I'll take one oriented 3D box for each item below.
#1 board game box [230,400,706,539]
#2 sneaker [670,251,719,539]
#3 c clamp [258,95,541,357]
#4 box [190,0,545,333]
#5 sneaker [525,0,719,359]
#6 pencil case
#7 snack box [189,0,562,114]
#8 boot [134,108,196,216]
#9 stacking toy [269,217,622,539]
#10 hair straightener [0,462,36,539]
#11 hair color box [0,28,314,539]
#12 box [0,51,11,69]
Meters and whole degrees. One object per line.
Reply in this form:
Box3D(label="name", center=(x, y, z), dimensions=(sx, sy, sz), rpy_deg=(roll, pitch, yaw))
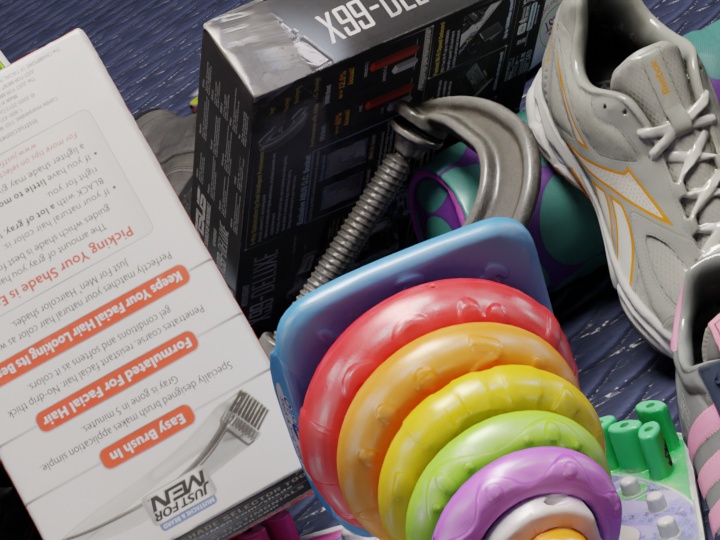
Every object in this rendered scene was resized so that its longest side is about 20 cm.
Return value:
Box3D(label="board game box", center=(0.030, 0.123, 1.031), dimensions=(0.200, 0.026, 0.200), rpy_deg=(-17, 21, 9))
Box3D(label="sneaker", center=(0.148, 0.058, 1.005), dimensions=(0.070, 0.082, 0.200), rpy_deg=(-20, 21, -2))
Box3D(label="c clamp", center=(0.000, 0.000, 1.225), dimensions=(0.200, 0.027, 0.171), rpy_deg=(-54, 33, 13))
Box3D(label="box", center=(0.000, -0.065, 1.296), dimensions=(0.158, 0.200, 0.050), rpy_deg=(-25, 62, -20))
Box3D(label="sneaker", center=(0.129, -0.043, 1.166), dimensions=(0.076, 0.092, 0.200), rpy_deg=(-23, 56, -16))
Box3D(label="pencil case", center=(0.117, -0.046, 1.285), dimensions=(0.200, 0.092, 0.085), rpy_deg=(-26, 65, -18))
Box3D(label="snack box", center=(0.021, -0.120, 1.594), dimensions=(0.142, 0.053, 0.200), rpy_deg=(3, 32, 43))
Box3D(label="boot", center=(-0.074, -0.077, 1.481), dimensions=(0.200, 0.070, 0.132), rpy_deg=(-51, 32, -18))
Box3D(label="stacking toy", center=(0.052, 0.082, 0.967), dimensions=(0.110, 0.116, 0.200), rpy_deg=(-24, 35, -9))
Box3D(label="hair straightener", center=(-0.163, 0.090, 1.157), dimensions=(0.041, 0.077, 0.200), rpy_deg=(2, 10, 5))
Box3D(label="hair color box", center=(-0.107, 0.020, 1.099), dimensions=(0.111, 0.200, 0.064), rpy_deg=(-29, -14, -4))
Box3D(label="box", center=(-0.136, 0.002, 1.230), dimensions=(0.035, 0.200, 0.110), rpy_deg=(-23, 20, -9))
